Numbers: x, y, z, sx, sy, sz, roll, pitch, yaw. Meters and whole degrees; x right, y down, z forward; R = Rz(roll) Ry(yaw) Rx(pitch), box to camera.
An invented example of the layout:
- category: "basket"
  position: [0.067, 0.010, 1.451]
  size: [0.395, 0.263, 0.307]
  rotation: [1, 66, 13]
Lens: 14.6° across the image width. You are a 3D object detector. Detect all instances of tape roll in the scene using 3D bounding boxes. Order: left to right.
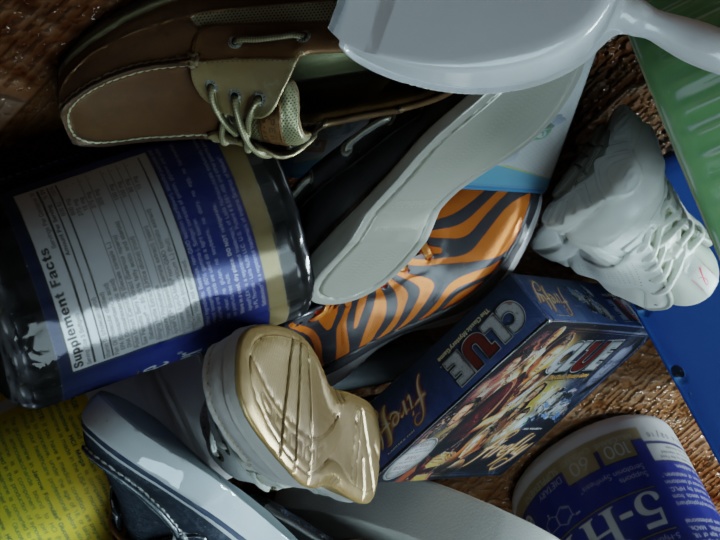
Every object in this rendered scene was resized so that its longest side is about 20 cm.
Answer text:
- category: "tape roll"
  position: [0.044, 0.165, 1.657]
  size: [0.203, 0.202, 0.037]
  rotation: [45, 61, -56]

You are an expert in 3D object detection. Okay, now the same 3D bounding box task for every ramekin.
- category: "ramekin"
  position: [0.199, -0.083, 1.398]
  size: [0.097, 0.201, 0.200]
  rotation: [-23, 148, 7]

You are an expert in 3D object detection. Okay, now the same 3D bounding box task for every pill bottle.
- category: "pill bottle"
  position: [-0.164, 0.109, 1.479]
  size: [0.199, 0.113, 0.113]
  rotation: [-25, 148, -2]
- category: "pill bottle"
  position: [-0.132, 0.000, 1.350]
  size: [0.199, 0.112, 0.112]
  rotation: [-19, 147, -11]
- category: "pill bottle"
  position: [0.187, 0.204, 1.783]
  size: [0.119, 0.201, 0.120]
  rotation: [-19, 147, -13]

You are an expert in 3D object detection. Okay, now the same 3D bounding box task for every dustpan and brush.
- category: "dustpan and brush"
  position: [0.096, -0.129, 1.272]
  size: [0.199, 0.140, 0.057]
  rotation: [20, 173, -4]

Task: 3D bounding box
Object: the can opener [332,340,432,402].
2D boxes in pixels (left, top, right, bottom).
- category: "can opener"
  position: [-0.050, 0.078, 1.590]
  size: [0.199, 0.053, 0.066]
  rotation: [-11, 179, -21]

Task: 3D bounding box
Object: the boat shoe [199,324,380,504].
- category: "boat shoe"
  position: [-0.049, 0.078, 1.398]
  size: [0.069, 0.071, 0.200]
  rotation: [0, 161, 18]

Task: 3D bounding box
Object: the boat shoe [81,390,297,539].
- category: "boat shoe"
  position: [-0.099, 0.138, 1.402]
  size: [0.091, 0.071, 0.200]
  rotation: [-48, 142, -3]

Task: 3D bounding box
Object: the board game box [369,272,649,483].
- category: "board game box"
  position: [0.081, 0.061, 1.562]
  size: [0.135, 0.035, 0.200]
  rotation: [-44, 162, 16]

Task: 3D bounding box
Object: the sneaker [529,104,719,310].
- category: "sneaker"
  position: [0.150, -0.025, 1.471]
  size: [0.078, 0.099, 0.200]
  rotation: [-54, 176, -3]

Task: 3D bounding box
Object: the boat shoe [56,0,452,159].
- category: "boat shoe"
  position: [-0.043, -0.093, 1.296]
  size: [0.199, 0.074, 0.076]
  rotation: [-16, 143, 6]

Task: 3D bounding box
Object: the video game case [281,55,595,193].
- category: "video game case"
  position: [0.046, -0.114, 1.361]
  size: [0.142, 0.018, 0.201]
  rotation: [3, 139, -13]

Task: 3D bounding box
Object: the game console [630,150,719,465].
- category: "game console"
  position: [0.255, -0.006, 1.584]
  size: [0.170, 0.201, 0.118]
  rotation: [-35, -169, -27]

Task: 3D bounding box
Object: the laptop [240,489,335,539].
- category: "laptop"
  position: [-0.050, 0.204, 1.639]
  size: [0.177, 0.200, 0.104]
  rotation: [34, 80, -24]

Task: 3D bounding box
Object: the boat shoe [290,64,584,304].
- category: "boat shoe"
  position: [0.030, -0.064, 1.357]
  size: [0.074, 0.061, 0.200]
  rotation: [-2, 145, -44]

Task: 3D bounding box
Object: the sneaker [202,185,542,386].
- category: "sneaker"
  position: [0.000, 0.000, 1.459]
  size: [0.200, 0.078, 0.112]
  rotation: [-39, 158, 15]
